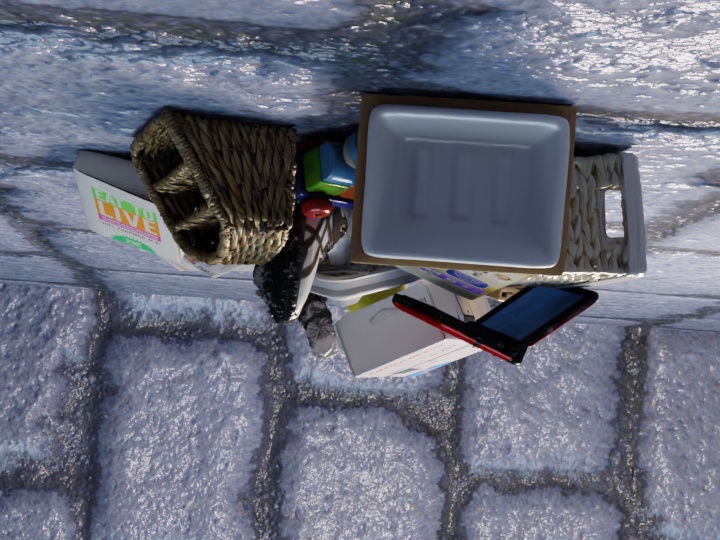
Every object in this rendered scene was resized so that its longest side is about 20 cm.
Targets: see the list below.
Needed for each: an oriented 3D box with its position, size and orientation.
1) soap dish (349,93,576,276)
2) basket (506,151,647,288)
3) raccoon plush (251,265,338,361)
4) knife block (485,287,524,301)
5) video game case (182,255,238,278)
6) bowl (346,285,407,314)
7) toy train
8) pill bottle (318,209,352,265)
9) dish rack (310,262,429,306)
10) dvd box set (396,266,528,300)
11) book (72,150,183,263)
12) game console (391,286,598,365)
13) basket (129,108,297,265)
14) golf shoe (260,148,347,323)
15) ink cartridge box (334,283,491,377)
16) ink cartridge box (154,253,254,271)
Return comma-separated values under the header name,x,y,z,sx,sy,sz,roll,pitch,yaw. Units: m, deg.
name,x,y,z,sx,sy,sz,roll,pitch,yaw
soap dish,0.095,-0.080,1.222,0.200,0.157,0.081,4,-175,0
basket,0.211,-0.049,1.433,0.123,0.136,0.200,-3,176,-16
raccoon plush,-0.074,0.049,1.754,0.097,0.200,0.134,-19,158,12
knife block,0.147,-0.003,1.819,0.064,0.200,0.176,7,143,-32
video game case,-0.226,-0.060,1.723,0.182,0.024,0.200,33,156,-19
bowl,0.018,-0.006,1.894,0.108,0.200,0.200,-21,172,2
toy train,0.032,-0.102,1.424,0.200,0.085,0.116,8,159,-38
pill bottle,-0.058,-0.065,1.572,0.200,0.120,0.120,3,174,10
dish rack,0.000,0.000,1.637,0.200,0.044,0.172,-14,-164,-35
dvd box set,0.093,-0.024,1.374,0.146,0.029,0.200,24,164,-10
book,-0.286,-0.080,1.649,0.134,0.048,0.200,19,160,2
game console,0.153,0.034,1.545,0.172,0.119,0.200,27,178,-13
basket,-0.167,-0.079,1.407,0.149,0.143,0.200,5,173,-21
golf shoe,-0.053,-0.035,1.457,0.094,0.200,0.078,15,168,-36
ink cartridge box,0.080,0.083,1.772,0.146,0.086,0.200,-24,167,24
ink cartridge box,-0.242,-0.057,1.852,0.200,0.047,0.198,-2,151,36
